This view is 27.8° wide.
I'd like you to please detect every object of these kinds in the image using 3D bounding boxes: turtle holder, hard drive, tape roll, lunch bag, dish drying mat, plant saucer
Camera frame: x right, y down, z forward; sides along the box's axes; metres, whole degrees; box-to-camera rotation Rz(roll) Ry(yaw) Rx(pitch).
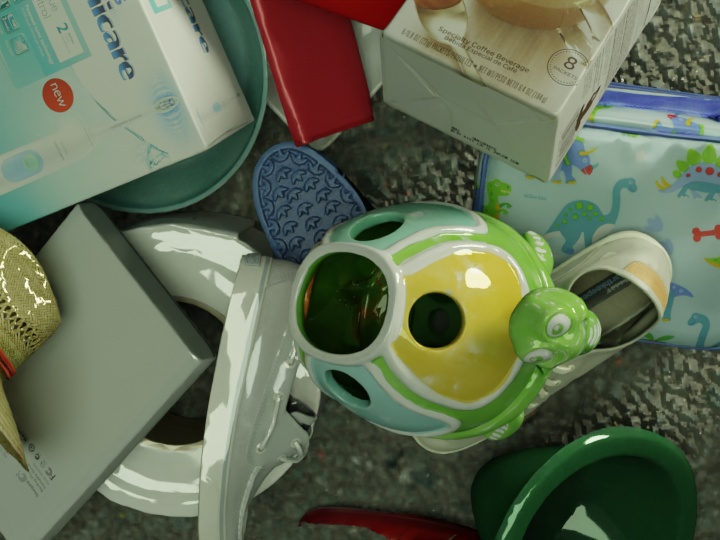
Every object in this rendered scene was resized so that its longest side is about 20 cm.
[{"bbox_3d":[0.042,0.036,0.828,0.185,0.131,0.141,40,107,37],"label":"turtle holder"},{"bbox_3d":[-0.195,0.073,0.940,0.200,0.026,0.132,-47,74,22],"label":"hard drive"},{"bbox_3d":[-0.120,0.061,0.992,0.201,0.071,0.204,1,99,7],"label":"tape roll"},{"bbox_3d":[0.170,-0.039,0.918,0.199,0.083,0.161,6,121,5],"label":"lunch bag"},{"bbox_3d":[-0.044,-0.183,0.918,0.018,0.077,0.201,-9,101,49],"label":"dish drying mat"},{"bbox_3d":[-0.148,-0.138,0.961,0.199,0.036,0.201,6,110,17],"label":"plant saucer"}]

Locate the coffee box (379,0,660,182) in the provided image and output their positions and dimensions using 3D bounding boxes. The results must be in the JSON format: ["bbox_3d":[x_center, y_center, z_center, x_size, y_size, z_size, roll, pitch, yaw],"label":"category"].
[{"bbox_3d":[0.110,-0.168,0.847,0.114,0.080,0.200,27,70,15],"label":"coffee box"}]

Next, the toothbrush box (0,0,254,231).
[{"bbox_3d":[-0.190,-0.118,0.916,0.199,0.085,0.147,-18,102,22],"label":"toothbrush box"}]

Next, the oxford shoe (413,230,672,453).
[{"bbox_3d":[0.105,0.050,0.891,0.200,0.058,0.075,-37,108,20],"label":"oxford shoe"}]

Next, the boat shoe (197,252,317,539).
[{"bbox_3d":[-0.061,0.090,0.923,0.068,0.072,0.201,10,96,-2],"label":"boat shoe"}]

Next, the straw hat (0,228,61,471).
[{"bbox_3d":[-0.234,0.018,0.888,0.085,0.201,0.201,-40,94,-18],"label":"straw hat"}]

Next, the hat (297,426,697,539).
[{"bbox_3d":[0.104,0.152,1.010,0.199,0.176,0.166,13,101,-34],"label":"hat"}]

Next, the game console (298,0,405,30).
[{"bbox_3d":[-0.024,-0.261,0.891,0.199,0.119,0.173,17,111,-15],"label":"game console"}]

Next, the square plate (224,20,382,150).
[{"bbox_3d":[-0.031,-0.217,0.956,0.200,0.028,0.198,44,101,-2],"label":"square plate"}]

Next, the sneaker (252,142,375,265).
[{"bbox_3d":[0.000,0.000,0.963,0.070,0.078,0.200,-35,96,6],"label":"sneaker"}]

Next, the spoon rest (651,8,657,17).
[{"bbox_3d":[0.108,-0.147,0.925,0.199,0.099,0.061,-27,94,-1],"label":"spoon rest"}]
